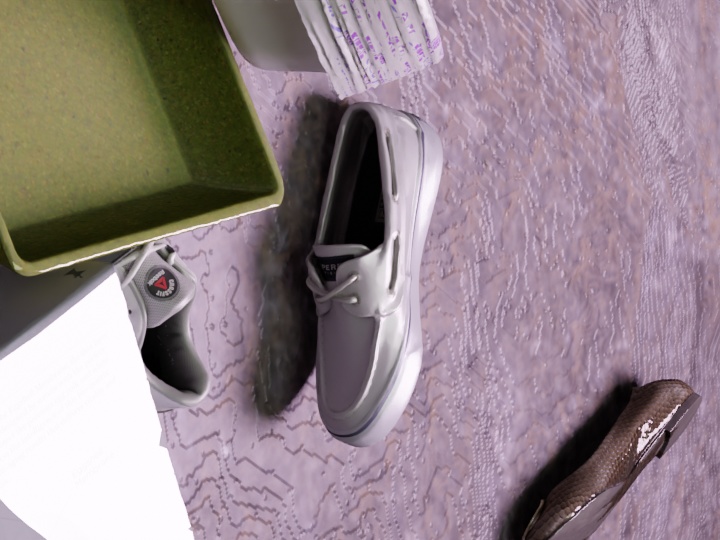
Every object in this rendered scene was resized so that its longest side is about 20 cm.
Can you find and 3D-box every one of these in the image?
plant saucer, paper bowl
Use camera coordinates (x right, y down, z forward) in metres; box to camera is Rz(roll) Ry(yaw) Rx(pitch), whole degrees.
[{"bbox_3d":[-0.147,-0.101,1.287,0.200,0.048,0.200,-18,85,-50],"label":"plant saucer"},{"bbox_3d":[-0.036,-0.185,1.371,0.201,0.104,0.201,-22,90,-88],"label":"paper bowl"}]

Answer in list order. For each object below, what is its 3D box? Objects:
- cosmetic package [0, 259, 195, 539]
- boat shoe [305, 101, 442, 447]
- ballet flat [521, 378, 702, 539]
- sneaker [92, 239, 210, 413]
[{"bbox_3d":[-0.195,0.122,1.253,0.199,0.123,0.201,-40,128,-42],"label":"cosmetic package"},{"bbox_3d":[0.000,0.000,1.536,0.066,0.072,0.201,20,81,-49],"label":"boat shoe"},{"bbox_3d":[0.165,0.136,1.815,0.200,0.046,0.067,-43,161,-33],"label":"ballet flat"},{"bbox_3d":[-0.126,-0.012,1.350,0.074,0.088,0.201,-47,131,-35],"label":"sneaker"}]
